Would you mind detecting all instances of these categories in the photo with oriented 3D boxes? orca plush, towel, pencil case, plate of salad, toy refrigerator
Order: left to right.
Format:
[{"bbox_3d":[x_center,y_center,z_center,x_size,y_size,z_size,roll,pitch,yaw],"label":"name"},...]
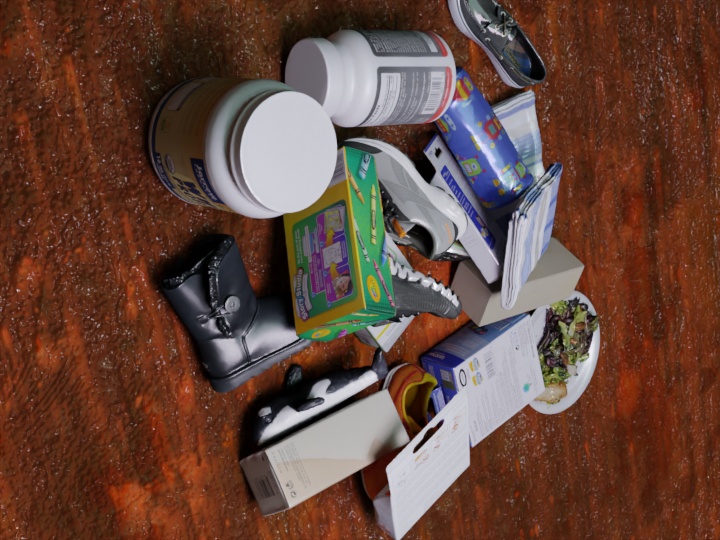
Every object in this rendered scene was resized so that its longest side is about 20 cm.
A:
[{"bbox_3d":[-0.062,0.145,1.299,0.198,0.105,0.072,-30,77,-5],"label":"orca plush"},{"bbox_3d":[0.151,-0.179,1.375,0.201,0.086,0.078,54,50,-14],"label":"pencil case"},{"bbox_3d":[0.217,-0.147,1.487,0.145,0.024,0.204,-26,114,-31],"label":"towel"},{"bbox_3d":[0.230,0.016,1.495,0.197,0.076,0.071,-15,136,-36],"label":"toy refrigerator"},{"bbox_3d":[0.238,-0.050,1.400,0.200,0.023,0.149,-46,145,-53],"label":"towel"},{"bbox_3d":[0.326,0.133,1.623,0.197,0.048,0.204,-8,103,-37],"label":"plate of salad"}]

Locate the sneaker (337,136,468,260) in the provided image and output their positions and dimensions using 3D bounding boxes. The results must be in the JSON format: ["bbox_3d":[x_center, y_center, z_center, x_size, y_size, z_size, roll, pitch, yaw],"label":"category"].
[{"bbox_3d":[0.044,-0.094,1.288,0.199,0.074,0.080,38,60,-2],"label":"sneaker"}]

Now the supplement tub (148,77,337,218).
[{"bbox_3d":[-0.130,-0.135,1.107,0.142,0.198,0.148,-8,104,-36],"label":"supplement tub"}]

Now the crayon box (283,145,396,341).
[{"bbox_3d":[-0.030,-0.030,1.210,0.058,0.118,0.204,10,66,-45],"label":"crayon box"}]

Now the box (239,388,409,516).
[{"bbox_3d":[-0.044,0.232,1.304,0.198,0.095,0.079,-22,83,-32],"label":"box"}]

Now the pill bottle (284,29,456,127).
[{"bbox_3d":[0.013,-0.238,1.256,0.197,0.115,0.118,-8,104,-37],"label":"pill bottle"}]

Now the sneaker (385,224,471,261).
[{"bbox_3d":[0.102,-0.068,1.394,0.198,0.076,0.090,21,75,-42],"label":"sneaker"}]

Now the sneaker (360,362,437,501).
[{"bbox_3d":[0.051,0.231,1.403,0.072,0.077,0.204,6,100,-40],"label":"sneaker"}]

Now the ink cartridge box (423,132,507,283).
[{"bbox_3d":[0.140,-0.086,1.387,0.202,0.037,0.095,57,25,-11],"label":"ink cartridge box"}]

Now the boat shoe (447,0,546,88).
[{"bbox_3d":[0.196,-0.333,1.422,0.200,0.056,0.069,42,73,-36],"label":"boat shoe"}]

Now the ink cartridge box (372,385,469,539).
[{"bbox_3d":[0.079,0.252,1.360,0.162,0.050,0.202,-41,144,-25],"label":"ink cartridge box"}]

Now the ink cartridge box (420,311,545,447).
[{"bbox_3d":[0.171,0.159,1.485,0.199,0.076,0.139,-32,118,-32],"label":"ink cartridge box"}]

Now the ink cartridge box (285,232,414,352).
[{"bbox_3d":[0.000,0.000,1.328,0.104,0.059,0.201,-50,125,-20],"label":"ink cartridge box"}]

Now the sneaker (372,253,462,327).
[{"bbox_3d":[0.045,0.035,1.293,0.198,0.066,0.092,27,85,-35],"label":"sneaker"}]

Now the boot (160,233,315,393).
[{"bbox_3d":[-0.129,0.028,1.219,0.198,0.076,0.171,-32,121,-23],"label":"boot"}]
